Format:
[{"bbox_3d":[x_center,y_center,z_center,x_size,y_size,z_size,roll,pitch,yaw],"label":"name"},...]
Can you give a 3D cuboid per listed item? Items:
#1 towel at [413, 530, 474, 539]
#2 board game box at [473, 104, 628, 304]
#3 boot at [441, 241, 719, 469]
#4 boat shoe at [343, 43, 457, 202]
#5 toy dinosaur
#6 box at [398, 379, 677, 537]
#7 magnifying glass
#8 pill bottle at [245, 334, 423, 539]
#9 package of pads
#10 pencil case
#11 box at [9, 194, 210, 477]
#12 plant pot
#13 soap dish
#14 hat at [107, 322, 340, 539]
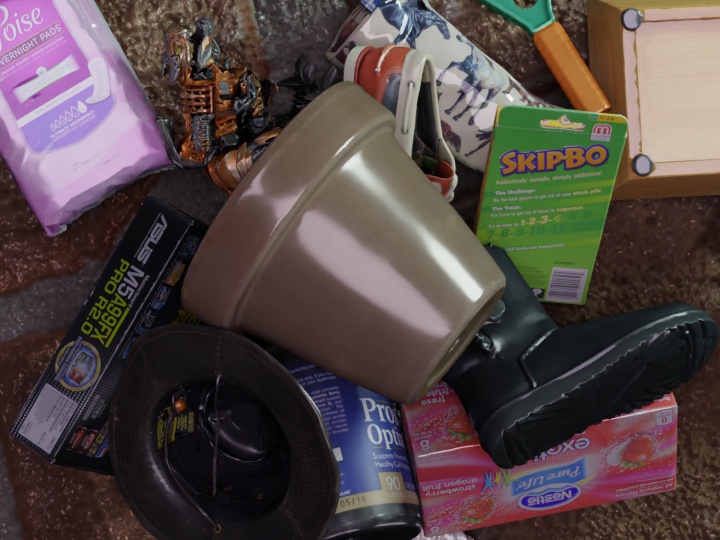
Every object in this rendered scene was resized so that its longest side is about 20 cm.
[{"bbox_3d":[-0.017,0.222,1.686,0.199,0.034,0.133,27,90,-3],"label":"towel"},{"bbox_3d":[0.136,-0.052,1.622,0.095,0.201,0.030,5,50,-3],"label":"board game box"},{"bbox_3d":[0.138,0.036,1.594,0.199,0.077,0.169,-27,52,-9],"label":"boot"},{"bbox_3d":[0.039,-0.077,1.625,0.062,0.071,0.201,4,126,26],"label":"boat shoe"},{"bbox_3d":[-0.079,-0.100,1.638,0.135,0.102,0.201,-28,132,-12],"label":"toy dinosaur"},{"bbox_3d":[0.132,0.119,1.641,0.198,0.095,0.103,-10,136,-3],"label":"box"},{"bbox_3d":[0.129,-0.200,1.661,0.079,0.022,0.201,-30,79,-1],"label":"magnifying glass"},{"bbox_3d":[-0.029,0.111,1.620,0.111,0.112,0.202,-14,72,-2],"label":"pill bottle"},{"bbox_3d":[-0.232,-0.139,1.644,0.120,0.076,0.201,-30,93,-4],"label":"package of pads"},{"bbox_3d":[0.075,-0.138,1.656,0.200,0.078,0.090,38,106,-3],"label":"pencil case"},{"bbox_3d":[-0.160,0.054,1.610,0.044,0.160,0.201,31,90,21],"label":"box"},{"bbox_3d":[0.000,0.000,1.514,0.174,0.200,0.201,38,90,8],"label":"plant pot"},{"bbox_3d":[0.276,-0.137,1.665,0.198,0.081,0.159,-3,92,-1],"label":"soap dish"},{"bbox_3d":[-0.080,0.120,1.530,0.199,0.081,0.202,10,107,34],"label":"hat"}]
